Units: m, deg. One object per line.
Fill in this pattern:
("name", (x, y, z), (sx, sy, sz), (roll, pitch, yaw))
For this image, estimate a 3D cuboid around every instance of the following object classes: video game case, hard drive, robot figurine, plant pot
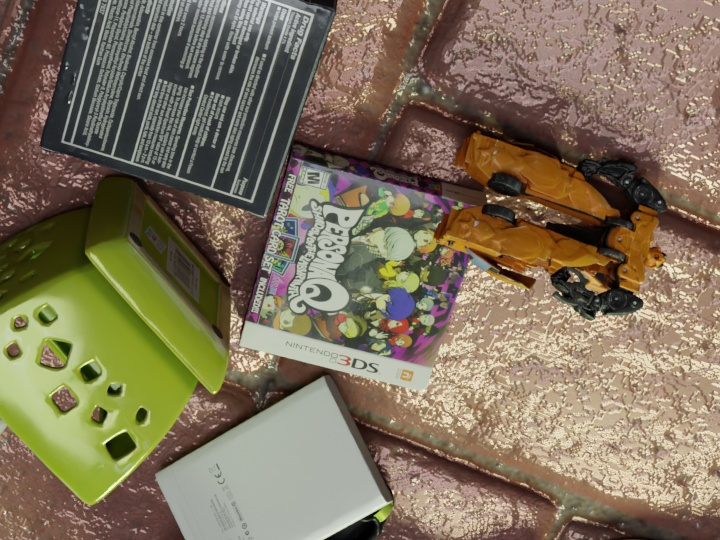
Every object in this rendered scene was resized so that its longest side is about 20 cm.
("video game case", (0.000, 0.000, 1.663), (0.181, 0.036, 0.201), (15, 117, -6))
("hard drive", (-0.083, 0.204, 1.743), (0.200, 0.027, 0.132), (-31, 79, 18))
("robot figurine", (0.170, -0.040, 1.600), (0.199, 0.058, 0.145), (20, 76, -13))
("plant pot", (-0.222, 0.047, 1.614), (0.181, 0.200, 0.199), (-36, 110, 11))

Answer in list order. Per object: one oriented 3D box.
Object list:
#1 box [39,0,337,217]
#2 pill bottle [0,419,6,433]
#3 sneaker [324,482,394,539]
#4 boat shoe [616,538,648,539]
("box", (-0.137, -0.178, 1.528), (0.198, 0.123, 0.200), (18, 119, -5))
("pill bottle", (-0.419, 0.164, 1.725), (0.114, 0.114, 0.200), (35, 114, -15))
("sneaker", (-0.050, 0.266, 1.776), (0.200, 0.083, 0.072), (-40, 108, 21))
("boat shoe", (0.289, 0.307, 1.791), (0.200, 0.063, 0.073), (1, 117, 2))
